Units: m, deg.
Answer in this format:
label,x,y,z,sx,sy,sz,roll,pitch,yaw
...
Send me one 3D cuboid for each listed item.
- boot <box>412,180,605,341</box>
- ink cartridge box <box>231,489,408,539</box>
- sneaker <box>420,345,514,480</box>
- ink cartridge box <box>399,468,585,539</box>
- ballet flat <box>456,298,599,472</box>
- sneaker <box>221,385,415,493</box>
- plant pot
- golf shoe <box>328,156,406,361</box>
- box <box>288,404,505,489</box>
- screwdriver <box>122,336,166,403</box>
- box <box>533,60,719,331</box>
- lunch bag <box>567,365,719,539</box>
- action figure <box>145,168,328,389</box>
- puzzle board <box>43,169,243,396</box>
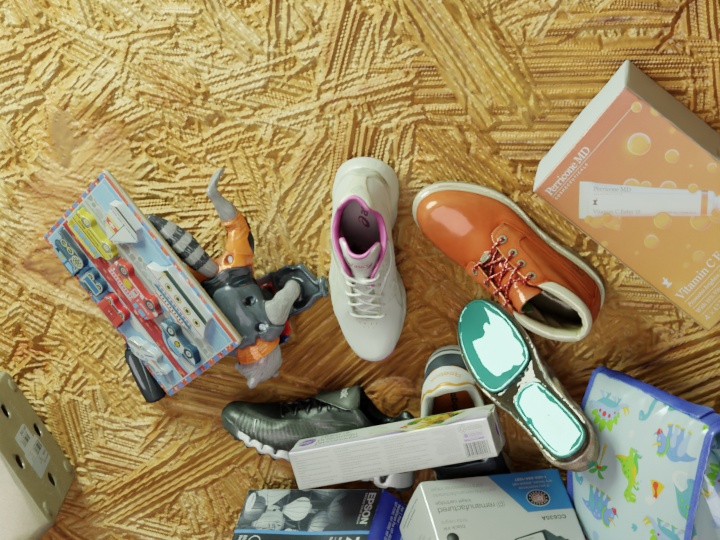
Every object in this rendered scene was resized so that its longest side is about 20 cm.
label,x,y,z,sx,sy,sz,roll,pitch,yaw
boot,0.131,-0.008,1.384,0.200,0.107,0.075,31,114,0
ink cartridge box,-0.033,0.262,1.492,0.200,0.100,0.039,-5,138,27
sneaker,0.099,0.177,1.475,0.078,0.079,0.200,-13,109,14
ink cartridge box,0.136,0.290,1.394,0.146,0.200,0.086,-3,139,-19
ballet flat,0.154,0.111,1.419,0.068,0.200,0.067,-39,144,10
sneaker,-0.033,0.146,1.496,0.200,0.066,0.091,16,110,0
plant pot,-0.402,0.213,1.530,0.177,0.200,0.200,-30,103,8
golf shoe,0.000,0.000,1.419,0.075,0.092,0.200,-2,111,10
box,0.033,0.163,1.422,0.200,0.039,0.041,-13,101,20
screwdriver,-0.240,0.041,1.513,0.028,0.029,0.200,-19,107,17
box,0.268,-0.066,1.340,0.200,0.097,0.124,38,113,-4
lunch bag,0.276,0.198,1.389,0.127,0.170,0.200,-21,114,-27
action figure,-0.145,0.029,1.454,0.200,0.105,0.194,-31,93,19
puzzle board,-0.209,0.017,1.445,0.200,0.017,0.151,51,141,-2
